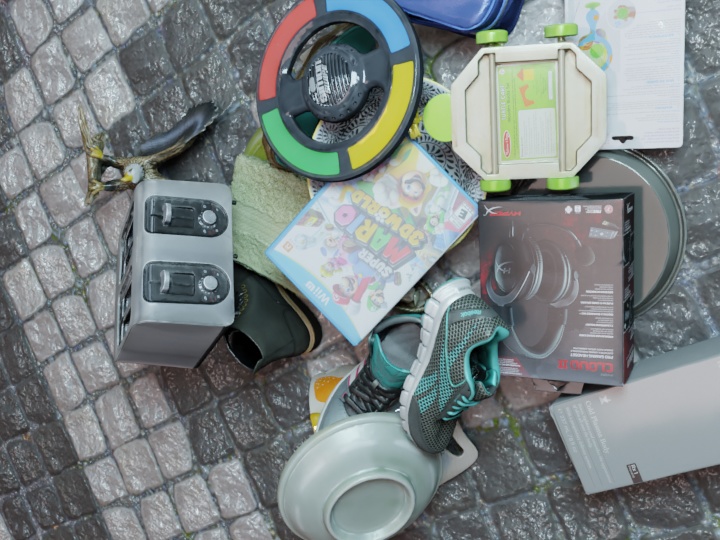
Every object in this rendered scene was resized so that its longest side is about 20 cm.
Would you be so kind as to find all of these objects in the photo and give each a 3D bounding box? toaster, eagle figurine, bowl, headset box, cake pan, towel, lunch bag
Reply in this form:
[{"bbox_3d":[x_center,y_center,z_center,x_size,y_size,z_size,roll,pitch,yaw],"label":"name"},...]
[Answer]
[{"bbox_3d":[-0.227,0.010,0.961,0.200,0.116,0.185,136,135,-56],"label":"toaster"},{"bbox_3d":[-0.272,-0.134,1.058,0.195,0.153,0.154,-3,137,3],"label":"eagle figurine"},{"bbox_3d":[0.045,-0.111,0.889,0.196,0.094,0.206,1,97,9],"label":"bowl"},{"bbox_3d":[0.201,0.025,0.813,0.146,0.077,0.205,3,100,27],"label":"headset box"},{"bbox_3d":[0.241,-0.036,0.845,0.196,0.037,0.205,6,103,27],"label":"cake pan"},{"bbox_3d":[-0.089,-0.050,0.983,0.197,0.036,0.151,25,110,21],"label":"towel"},{"bbox_3d":[0.088,-0.321,0.817,0.197,0.132,0.139,23,110,23],"label":"lunch bag"}]

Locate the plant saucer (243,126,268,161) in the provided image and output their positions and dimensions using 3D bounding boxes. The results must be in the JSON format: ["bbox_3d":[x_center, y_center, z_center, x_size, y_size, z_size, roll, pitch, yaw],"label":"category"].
[{"bbox_3d":[-0.082,-0.101,1.007,0.196,0.031,0.205,5,102,26],"label":"plant saucer"}]

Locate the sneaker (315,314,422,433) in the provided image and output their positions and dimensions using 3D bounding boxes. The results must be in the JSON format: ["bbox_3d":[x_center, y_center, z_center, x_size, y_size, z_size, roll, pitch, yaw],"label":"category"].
[{"bbox_3d":[0.021,0.125,0.892,0.083,0.121,0.201,37,76,9],"label":"sneaker"}]

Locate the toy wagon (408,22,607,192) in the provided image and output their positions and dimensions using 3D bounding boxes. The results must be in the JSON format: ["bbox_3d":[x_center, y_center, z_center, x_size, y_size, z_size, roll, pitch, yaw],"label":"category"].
[{"bbox_3d":[0.145,-0.160,0.796,0.195,0.040,0.159,-1,101,14],"label":"toy wagon"}]

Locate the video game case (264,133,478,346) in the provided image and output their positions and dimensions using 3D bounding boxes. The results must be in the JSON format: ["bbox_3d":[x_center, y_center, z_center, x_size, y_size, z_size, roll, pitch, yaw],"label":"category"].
[{"bbox_3d":[0.012,-0.041,0.844,0.143,0.018,0.200,44,100,1],"label":"video game case"}]

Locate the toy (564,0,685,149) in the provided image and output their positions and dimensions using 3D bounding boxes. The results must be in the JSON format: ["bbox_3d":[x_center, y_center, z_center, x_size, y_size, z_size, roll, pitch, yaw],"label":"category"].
[{"bbox_3d":[0.264,-0.226,0.790,0.113,0.047,0.205,3,107,29],"label":"toy"}]

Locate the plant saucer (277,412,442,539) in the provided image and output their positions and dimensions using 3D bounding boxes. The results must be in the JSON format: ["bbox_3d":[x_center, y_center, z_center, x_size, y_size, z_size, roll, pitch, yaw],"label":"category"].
[{"bbox_3d":[0.006,0.253,0.892,0.203,0.197,0.050,-62,28,22],"label":"plant saucer"}]

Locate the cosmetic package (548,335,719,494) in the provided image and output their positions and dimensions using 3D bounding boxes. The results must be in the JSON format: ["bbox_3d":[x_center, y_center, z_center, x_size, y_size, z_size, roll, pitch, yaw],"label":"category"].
[{"bbox_3d":[0.311,0.147,0.816,0.198,0.090,0.109,-26,87,33],"label":"cosmetic package"}]

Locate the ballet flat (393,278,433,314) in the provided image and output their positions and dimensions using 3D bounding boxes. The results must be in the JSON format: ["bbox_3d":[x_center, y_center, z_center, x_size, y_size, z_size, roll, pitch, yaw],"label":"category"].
[{"bbox_3d":[0.000,0.000,0.906,0.197,0.075,0.069,22,87,-18],"label":"ballet flat"}]

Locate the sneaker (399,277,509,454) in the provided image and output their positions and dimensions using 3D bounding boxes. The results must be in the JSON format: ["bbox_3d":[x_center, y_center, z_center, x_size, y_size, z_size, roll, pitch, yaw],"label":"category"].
[{"bbox_3d":[0.098,0.115,0.811,0.091,0.076,0.204,36,129,43],"label":"sneaker"}]

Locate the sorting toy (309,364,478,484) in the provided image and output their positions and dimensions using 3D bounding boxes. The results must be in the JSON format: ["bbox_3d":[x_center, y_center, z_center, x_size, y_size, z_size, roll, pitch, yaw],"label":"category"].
[{"bbox_3d":[0.045,0.204,0.977,0.177,0.107,0.204,-22,90,10],"label":"sorting toy"}]

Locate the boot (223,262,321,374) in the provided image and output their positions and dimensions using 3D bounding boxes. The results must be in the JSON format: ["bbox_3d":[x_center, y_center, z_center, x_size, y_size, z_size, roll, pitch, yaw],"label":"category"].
[{"bbox_3d":[-0.154,0.041,1.011,0.199,0.138,0.078,36,114,18],"label":"boot"}]

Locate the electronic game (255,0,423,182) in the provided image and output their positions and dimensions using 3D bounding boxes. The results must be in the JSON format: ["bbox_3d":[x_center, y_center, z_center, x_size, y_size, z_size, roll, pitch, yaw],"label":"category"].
[{"bbox_3d":[-0.026,-0.193,0.816,0.196,0.041,0.205,0,90,29],"label":"electronic game"}]

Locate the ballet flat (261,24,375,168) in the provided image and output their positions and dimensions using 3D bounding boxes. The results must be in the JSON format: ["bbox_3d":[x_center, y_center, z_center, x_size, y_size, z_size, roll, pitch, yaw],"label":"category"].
[{"bbox_3d":[-0.059,-0.218,0.948,0.072,0.067,0.202,40,101,47],"label":"ballet flat"}]
